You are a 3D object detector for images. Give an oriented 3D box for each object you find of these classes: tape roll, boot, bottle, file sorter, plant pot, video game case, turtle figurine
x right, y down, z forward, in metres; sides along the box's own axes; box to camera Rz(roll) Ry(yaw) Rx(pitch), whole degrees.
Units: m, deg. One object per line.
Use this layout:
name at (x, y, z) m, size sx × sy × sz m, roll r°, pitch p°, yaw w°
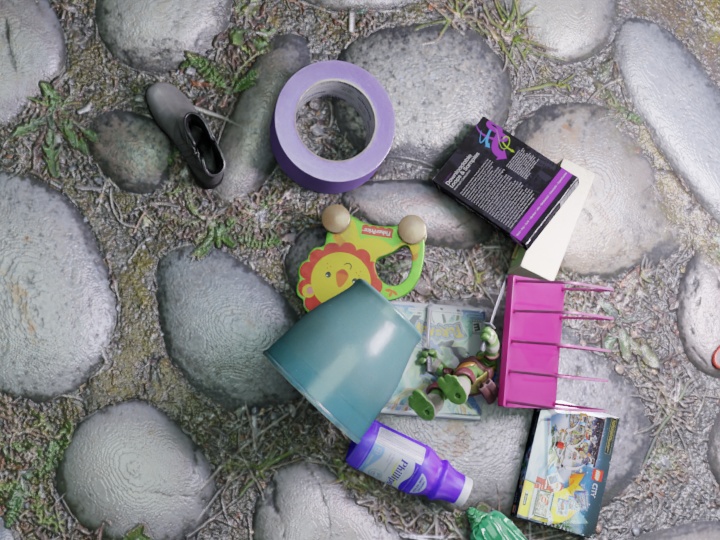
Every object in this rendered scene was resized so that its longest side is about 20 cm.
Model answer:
tape roll at (-0.046, -0.232, 1.794) m, size 0.197 × 0.085 × 0.203 m, roll 2°, pitch 81°, yaw -10°
boot at (-0.269, -0.228, 1.728) m, size 0.070 × 0.132 × 0.201 m, roll -36°, pitch 88°, yaw -13°
bottle at (0.079, 0.307, 1.727) m, size 0.198 × 0.084 × 0.066 m, roll 27°, pitch 36°, yaw -5°
file sorter at (0.308, 0.116, 1.699) m, size 0.138 × 0.125 × 0.203 m, roll 9°, pitch 85°, yaw -44°
plant pot at (-0.013, 0.124, 1.666) m, size 0.200 × 0.200 × 0.188 m, roll 43°, pitch 85°, yaw -1°
video game case at (0.104, 0.145, 1.789) m, size 0.197 × 0.022 × 0.185 m, roll 5°, pitch 80°, yaw -9°
turtle figurine at (0.142, 0.131, 1.704) m, size 0.142 × 0.194 × 0.202 m, roll 5°, pitch 113°, yaw 26°

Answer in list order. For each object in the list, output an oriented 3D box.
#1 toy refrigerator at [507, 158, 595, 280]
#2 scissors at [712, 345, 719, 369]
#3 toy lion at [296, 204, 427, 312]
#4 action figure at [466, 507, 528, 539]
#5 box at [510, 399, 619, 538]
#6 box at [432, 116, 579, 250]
toy refrigerator at (0.315, -0.079, 1.836) m, size 0.069 × 0.076 × 0.202 m, roll 24°, pitch 78°, yaw -5°
scissors at (0.691, 0.115, 1.901) m, size 0.199 × 0.014 × 0.073 m, roll -39°, pitch 87°, yaw -12°
toy lion at (0.000, 0.000, 1.765) m, size 0.197 × 0.069 × 0.194 m, roll 7°, pitch 85°, yaw 4°
action figure at (0.237, 0.454, 1.745) m, size 0.118 × 0.055 × 0.200 m, roll -38°, pitch 82°, yaw -12°
box at (0.333, 0.319, 1.792) m, size 0.135 × 0.038 × 0.202 m, roll 17°, pitch 78°, yaw -7°
box at (0.237, -0.145, 1.811) m, size 0.199 × 0.036 × 0.143 m, roll 37°, pitch 82°, yaw 21°
